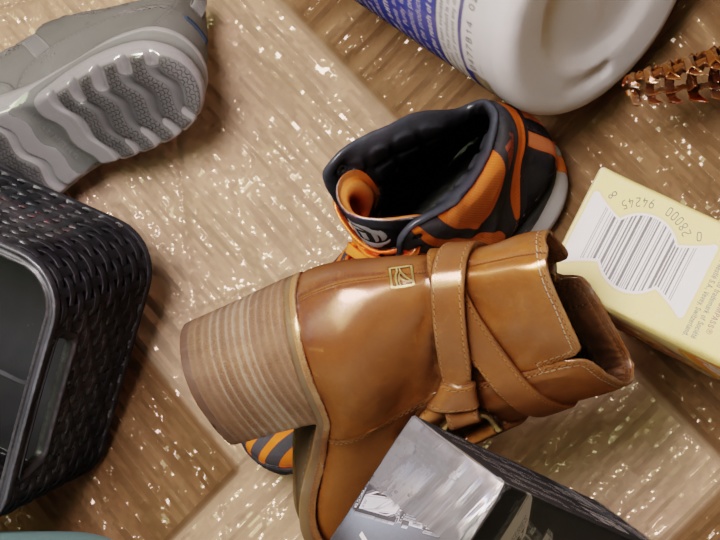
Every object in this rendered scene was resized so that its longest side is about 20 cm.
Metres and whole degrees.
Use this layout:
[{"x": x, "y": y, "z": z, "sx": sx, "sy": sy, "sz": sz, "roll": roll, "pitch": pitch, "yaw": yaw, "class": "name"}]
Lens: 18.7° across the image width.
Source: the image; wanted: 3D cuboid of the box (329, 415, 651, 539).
[{"x": 0.034, "y": 0.152, "z": 0.860, "sx": 0.050, "sy": 0.200, "sz": 0.158, "roll": 35, "pitch": 92, "yaw": 30, "class": "box"}]

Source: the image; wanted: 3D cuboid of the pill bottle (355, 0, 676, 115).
[{"x": 0.037, "y": -0.165, "z": 0.974, "sx": 0.200, "sy": 0.120, "sz": 0.120, "roll": 37, "pitch": 93, "yaw": 33, "class": "pill bottle"}]

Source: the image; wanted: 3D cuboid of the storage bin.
[{"x": -0.214, "y": 0.017, "z": 1.022, "sx": 0.200, "sy": 0.094, "sz": 0.135, "roll": 23, "pitch": 109, "yaw": 18, "class": "storage bin"}]

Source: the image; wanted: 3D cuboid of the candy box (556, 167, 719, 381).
[{"x": 0.183, "y": 0.033, "z": 0.871, "sx": 0.200, "sy": 0.115, "sz": 0.055, "roll": 28, "pitch": 90, "yaw": 26, "class": "candy box"}]

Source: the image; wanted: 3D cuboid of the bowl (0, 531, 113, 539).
[{"x": -0.183, "y": 0.195, "z": 0.962, "sx": 0.201, "sy": 0.105, "sz": 0.201, "roll": -20, "pitch": 54, "yaw": 30, "class": "bowl"}]

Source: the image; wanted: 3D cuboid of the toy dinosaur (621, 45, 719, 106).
[{"x": 0.216, "y": -0.067, "z": 0.906, "sx": 0.200, "sy": 0.102, "sz": 0.136, "roll": -13, "pitch": 42, "yaw": 33, "class": "toy dinosaur"}]

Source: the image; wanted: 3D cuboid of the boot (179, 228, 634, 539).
[{"x": 0.037, "y": 0.056, "z": 0.883, "sx": 0.155, "sy": 0.200, "sz": 0.074, "roll": -16, "pitch": 59, "yaw": 17, "class": "boot"}]

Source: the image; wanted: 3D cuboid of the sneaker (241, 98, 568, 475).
[{"x": 0.000, "y": 0.000, "z": 0.958, "sx": 0.078, "sy": 0.112, "sz": 0.200, "roll": 40, "pitch": 95, "yaw": 26, "class": "sneaker"}]

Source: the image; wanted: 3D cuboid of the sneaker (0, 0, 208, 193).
[{"x": -0.153, "y": -0.082, "z": 1.080, "sx": 0.200, "sy": 0.075, "sz": 0.082, "roll": -14, "pitch": 36, "yaw": 25, "class": "sneaker"}]
